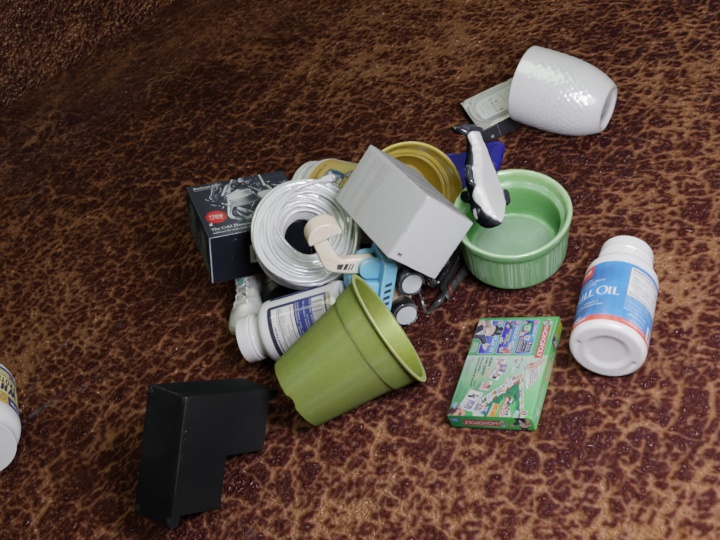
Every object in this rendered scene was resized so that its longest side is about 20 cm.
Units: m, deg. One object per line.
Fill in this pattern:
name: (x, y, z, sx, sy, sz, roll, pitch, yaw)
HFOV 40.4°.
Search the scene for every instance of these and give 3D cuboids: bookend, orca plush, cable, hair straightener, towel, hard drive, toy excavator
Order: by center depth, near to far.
bookend: (-0.240, 0.280, 1.543, 0.091, 0.202, 0.199, 10, 5, 39)
orca plush: (0.180, -0.147, 1.611, 0.071, 0.105, 0.202, -34, 65, 34)
toy excavator: (0.000, 0.000, 1.631, 0.197, 0.197, 0.100, -4, 33, -18)
hair straightener: (0.157, -0.006, 1.708, 0.076, 0.041, 0.201, 23, 64, 29)
cable: (-0.097, -0.064, 1.734, 0.197, 0.069, 0.203, -5, 75, -12)
towel: (0.196, -0.157, 1.866, 0.146, 0.050, 0.201, -12, 39, 31)
hard drive: (0.318, -0.348, 2.026, 0.198, 0.038, 0.140, -24, 37, 3)

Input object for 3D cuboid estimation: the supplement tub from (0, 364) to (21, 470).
supplement tub: (-0.708, 0.272, 1.819, 0.143, 0.145, 0.200, -30, 36, -5)

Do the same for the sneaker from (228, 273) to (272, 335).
sneaker: (-0.216, 0.034, 1.849, 0.074, 0.089, 0.201, -10, 39, 21)

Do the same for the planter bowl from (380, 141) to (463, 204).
planter bowl: (0.081, -0.137, 1.776, 0.199, 0.202, 0.084, -28, 17, -2)

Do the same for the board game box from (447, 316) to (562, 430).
board game box: (0.221, 0.152, 1.485, 0.133, 0.029, 0.201, -2, 43, 29)

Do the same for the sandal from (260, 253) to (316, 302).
sandal: (-0.090, 0.013, 1.827, 0.199, 0.075, 0.048, -32, 70, -4)

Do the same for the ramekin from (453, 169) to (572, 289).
ramekin: (0.255, -0.065, 1.639, 0.197, 0.098, 0.202, -7, 48, 7)

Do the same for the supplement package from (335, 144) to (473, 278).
supplement package: (0.069, -0.098, 1.616, 0.117, 0.117, 0.200, -55, 41, 13)

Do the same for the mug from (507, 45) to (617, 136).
mug: (0.404, -0.345, 1.882, 0.174, 0.149, 0.200, 23, 41, 25)

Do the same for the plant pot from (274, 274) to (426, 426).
plant pot: (-0.027, 0.144, 1.543, 0.189, 0.200, 0.201, -36, 35, 9)

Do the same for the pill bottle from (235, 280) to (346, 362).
pill bottle: (-0.110, 0.095, 1.690, 0.198, 0.112, 0.112, -16, 37, 14)

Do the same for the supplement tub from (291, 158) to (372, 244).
supplement tub: (-0.030, -0.137, 1.894, 0.199, 0.146, 0.145, 16, 54, 43)

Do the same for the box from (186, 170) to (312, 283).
box: (-0.211, -0.086, 1.850, 0.198, 0.105, 0.183, -12, 38, -19)

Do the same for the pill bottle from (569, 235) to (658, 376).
pill bottle: (0.378, 0.046, 1.446, 0.111, 0.113, 0.201, -4, 41, 28)
